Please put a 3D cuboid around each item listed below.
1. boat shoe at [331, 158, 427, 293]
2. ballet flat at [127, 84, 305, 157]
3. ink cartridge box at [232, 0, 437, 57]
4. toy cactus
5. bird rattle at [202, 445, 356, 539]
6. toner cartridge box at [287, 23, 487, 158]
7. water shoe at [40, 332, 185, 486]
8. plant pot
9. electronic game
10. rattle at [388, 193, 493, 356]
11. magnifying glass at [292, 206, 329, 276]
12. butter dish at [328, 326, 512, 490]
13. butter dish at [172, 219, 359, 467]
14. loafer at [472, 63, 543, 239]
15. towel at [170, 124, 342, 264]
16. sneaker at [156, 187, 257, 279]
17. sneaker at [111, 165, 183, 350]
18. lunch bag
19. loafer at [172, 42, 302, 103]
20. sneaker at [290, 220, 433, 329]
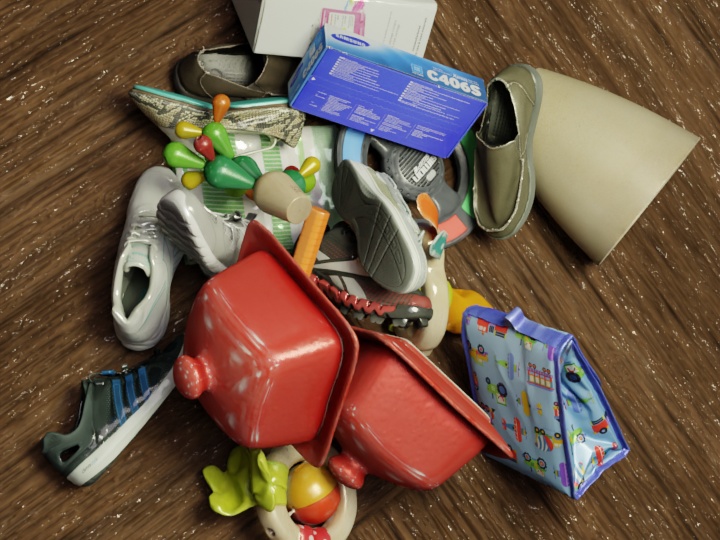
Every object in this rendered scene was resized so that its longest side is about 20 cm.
[{"bbox_3d":[0.030,-0.047,1.586,0.065,0.202,0.074,6,120,-28],"label":"boat shoe"},{"bbox_3d":[-0.155,-0.157,1.660,0.200,0.068,0.075,2,100,-23],"label":"ballet flat"},{"bbox_3d":[-0.035,-0.302,1.709,0.200,0.085,0.145,4,34,-20],"label":"ink cartridge box"},{"bbox_3d":[-0.103,-0.102,1.590,0.200,0.165,0.102,23,99,-46],"label":"toy cactus"},{"bbox_3d":[-0.060,0.252,1.600,0.163,0.113,0.200,-38,95,-41],"label":"bird rattle"},{"bbox_3d":[0.030,-0.195,1.678,0.200,0.095,0.043,17,43,-23],"label":"toner cartridge box"},{"bbox_3d":[-0.247,0.127,1.572,0.079,0.072,0.200,40,67,-5],"label":"water shoe"},{"bbox_3d":[0.259,-0.140,1.779,0.200,0.187,0.187,39,67,8],"label":"plant pot"},{"bbox_3d":[0.061,-0.118,1.750,0.200,0.042,0.200,7,74,-26],"label":"electronic game"},{"bbox_3d":[0.107,0.000,1.663,0.143,0.200,0.130,7,37,-10],"label":"rattle"},{"bbox_3d":[-0.074,0.029,1.622,0.022,0.080,0.200,4,109,-50],"label":"magnifying glass"},{"bbox_3d":[0.026,0.164,1.598,0.200,0.199,0.148,44,78,-15],"label":"butter dish"},{"bbox_3d":[-0.116,0.088,1.504,0.148,0.200,0.199,-18,51,-35],"label":"butter dish"},{"bbox_3d":[0.154,-0.133,1.718,0.070,0.075,0.200,-8,105,-52],"label":"loafer"},{"bbox_3d":[-0.108,-0.085,1.699,0.200,0.023,0.153,-6,79,-21],"label":"towel"},{"bbox_3d":[-0.146,-0.039,1.595,0.075,0.200,0.082,35,79,31],"label":"sneaker"},{"bbox_3d":[-0.221,-0.020,1.604,0.070,0.080,0.200,4,73,4],"label":"sneaker"},{"bbox_3d":[0.184,0.125,1.645,0.094,0.151,0.200,-37,124,-24],"label":"lunch bag"},{"bbox_3d":[-0.106,-0.222,1.705,0.200,0.071,0.073,-9,81,-22],"label":"loafer"},{"bbox_3d":[0.000,0.000,1.627,0.071,0.200,0.098,16,94,-54],"label":"sneaker"}]
